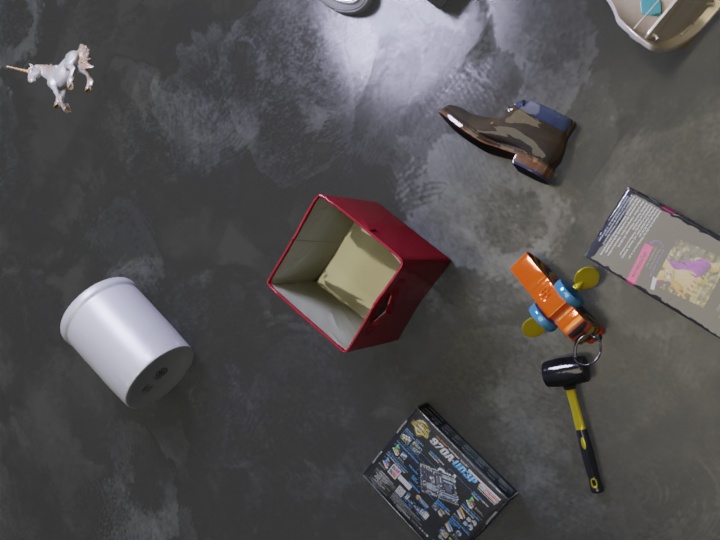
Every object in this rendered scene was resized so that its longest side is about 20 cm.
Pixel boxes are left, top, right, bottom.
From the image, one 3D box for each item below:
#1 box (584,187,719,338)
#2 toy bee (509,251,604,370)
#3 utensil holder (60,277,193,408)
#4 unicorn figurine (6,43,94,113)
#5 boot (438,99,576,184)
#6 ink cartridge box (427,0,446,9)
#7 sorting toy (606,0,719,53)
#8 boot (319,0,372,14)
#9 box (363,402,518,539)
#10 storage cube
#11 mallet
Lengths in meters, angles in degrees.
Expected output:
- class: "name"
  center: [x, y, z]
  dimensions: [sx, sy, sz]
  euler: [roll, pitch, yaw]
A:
- class: "box"
  center: [0.412, -0.010, 0.940]
  dimensions: [0.200, 0.122, 0.106]
  euler: [36, 107, 23]
- class: "toy bee"
  center: [0.290, 0.067, 1.036]
  dimensions: [0.131, 0.109, 0.200]
  euler: [-29, 53, 35]
- class: "utensil holder"
  center: [-0.442, 0.138, 1.398]
  dimensions: [0.200, 0.170, 0.170]
  euler: [40, 110, 20]
- class: "unicorn figurine"
  center: [-0.638, -0.411, 1.553]
  dimensions: [0.200, 0.074, 0.137]
  euler: [-25, 69, 13]
- class: "boot"
  center: [0.218, -0.217, 1.082]
  dimensions: [0.200, 0.075, 0.097]
  euler: [35, 95, 16]
- class: "ink cartridge box"
  center: [0.081, -0.521, 1.143]
  dimensions: [0.200, 0.068, 0.116]
  euler: [47, 112, 20]
- class: "sorting toy"
  center: [0.397, -0.406, 0.959]
  dimensions: [0.200, 0.107, 0.180]
  euler: [-51, 61, 21]
- class: "boot"
  center: [-0.077, -0.492, 1.215]
  dimensions: [0.200, 0.096, 0.074]
  euler: [33, 106, 24]
- class: "box"
  center: [0.121, 0.336, 1.155]
  dimensions: [0.200, 0.046, 0.159]
  euler: [42, 110, 22]
- class: "storage cube"
  center: [0.000, 0.000, 1.139]
  dimensions: [0.200, 0.180, 0.171]
  euler: [40, 109, 23]
- class: "mallet"
  center: [0.324, 0.218, 1.048]
  dimensions: [0.066, 0.041, 0.200]
  euler: [-24, 84, 31]
